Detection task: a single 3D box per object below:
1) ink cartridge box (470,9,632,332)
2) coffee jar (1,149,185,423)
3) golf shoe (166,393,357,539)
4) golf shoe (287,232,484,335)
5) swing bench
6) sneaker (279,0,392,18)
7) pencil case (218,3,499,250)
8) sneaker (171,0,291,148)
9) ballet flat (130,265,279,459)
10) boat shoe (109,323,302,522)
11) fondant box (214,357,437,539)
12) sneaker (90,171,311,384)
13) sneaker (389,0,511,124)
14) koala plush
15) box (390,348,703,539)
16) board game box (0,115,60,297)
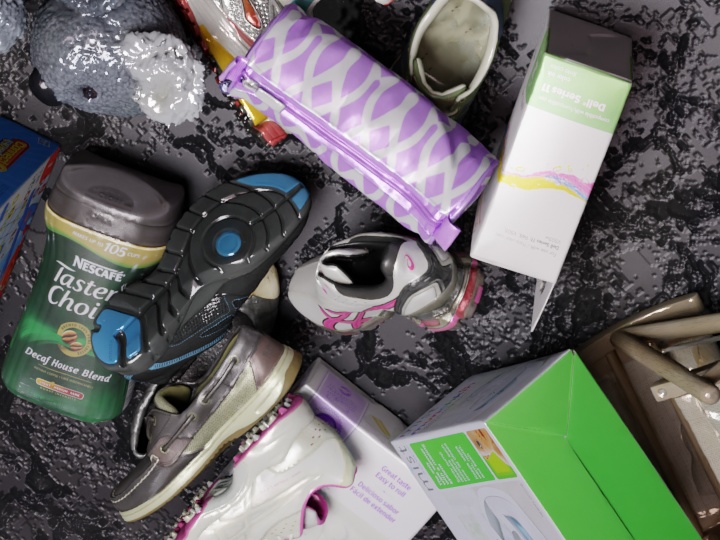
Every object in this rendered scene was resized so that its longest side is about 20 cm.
[{"bbox_3d":[0.129,-0.071,1.450,0.067,0.117,0.200,18,113,-1],"label":"ink cartridge box"},{"bbox_3d":[-0.206,0.011,1.572,0.104,0.085,0.200,20,113,3],"label":"coffee jar"},{"bbox_3d":[-0.082,0.189,1.562,0.091,0.075,0.200,38,115,-6],"label":"golf shoe"},{"bbox_3d":[0.000,0.000,1.485,0.092,0.073,0.200,26,162,-31],"label":"golf shoe"},{"bbox_3d":[0.270,0.131,1.478,0.130,0.200,0.199,-34,106,-23],"label":"swing bench"},{"bbox_3d":[0.021,-0.243,1.427,0.199,0.070,0.094,-27,106,10],"label":"sneaker"},{"bbox_3d":[0.000,-0.101,1.406,0.200,0.086,0.084,35,121,2],"label":"pencil case"},{"bbox_3d":[-0.089,-0.193,1.485,0.082,0.078,0.200,-31,99,-6],"label":"sneaker"},{"bbox_3d":[-0.119,0.071,1.592,0.066,0.057,0.200,30,113,-1],"label":"ballet flat"},{"bbox_3d":[-0.130,0.113,1.554,0.066,0.072,0.201,43,114,-12],"label":"boat shoe"},{"bbox_3d":[-0.040,0.190,1.621,0.144,0.058,0.200,38,112,-3],"label":"fondant box"},{"bbox_3d":[-0.114,0.005,1.527,0.200,0.082,0.073,-41,61,2],"label":"sneaker"},{"bbox_3d":[0.050,-0.133,1.458,0.067,0.090,0.200,26,114,0],"label":"sneaker"},{"bbox_3d":[-0.194,-0.187,1.434,0.184,0.177,0.200,-46,115,-9],"label":"koala plush"},{"bbox_3d":[0.142,0.172,1.498,0.200,0.097,0.176,56,156,-6],"label":"box"},{"bbox_3d":[-0.312,0.006,1.531,0.056,0.200,0.196,25,114,0],"label":"board game box"}]
